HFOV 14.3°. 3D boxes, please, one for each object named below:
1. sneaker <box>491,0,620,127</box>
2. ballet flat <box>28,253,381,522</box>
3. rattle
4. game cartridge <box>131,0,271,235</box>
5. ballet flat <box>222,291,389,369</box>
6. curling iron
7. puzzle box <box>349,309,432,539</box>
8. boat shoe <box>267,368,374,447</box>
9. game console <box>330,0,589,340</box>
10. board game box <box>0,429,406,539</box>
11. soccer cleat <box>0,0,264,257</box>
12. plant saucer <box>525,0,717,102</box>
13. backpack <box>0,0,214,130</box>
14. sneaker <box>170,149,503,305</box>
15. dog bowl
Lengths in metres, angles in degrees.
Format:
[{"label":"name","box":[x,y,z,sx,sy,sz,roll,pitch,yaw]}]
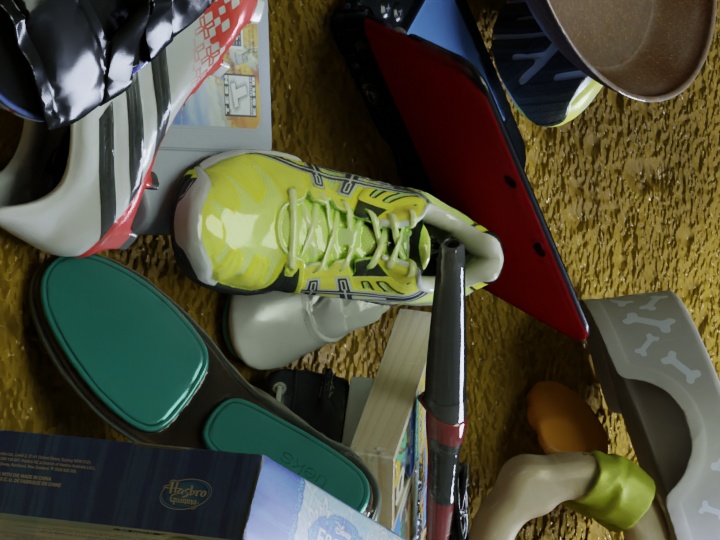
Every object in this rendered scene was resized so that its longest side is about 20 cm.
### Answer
[{"label":"sneaker","box":[0.134,-0.152,1.755,0.091,0.078,0.201,69,26,-43]},{"label":"ballet flat","box":[-0.079,0.070,1.349,0.067,0.200,0.064,-50,176,-24]},{"label":"rattle","box":[0.105,0.189,1.746,0.130,0.143,0.201,-8,114,-28]},{"label":"game cartridge","box":[-0.092,-0.117,1.415,0.133,0.041,0.201,-3,91,-64]},{"label":"ballet flat","box":[0.000,0.000,1.538,0.200,0.069,0.070,-30,114,-57]},{"label":"curling iron","box":[0.042,0.067,1.460,0.050,0.025,0.201,-86,174,-52]},{"label":"puzzle box","box":[0.018,0.139,1.517,0.133,0.025,0.201,-70,163,-55]},{"label":"boat shoe","box":[-0.035,0.148,1.478,0.076,0.060,0.201,87,12,-67]},{"label":"game console","box":[0.076,-0.086,1.621,0.173,0.118,0.201,-62,139,-41]},{"label":"board game box","box":[-0.079,0.120,1.260,0.199,0.199,0.044,38,61,-54]},{"label":"soccer cleat","box":[-0.108,-0.099,1.300,0.085,0.069,0.201,15,107,-47]},{"label":"plant saucer","box":[0.137,-0.191,1.652,0.200,0.037,0.202,20,64,-47]},{"label":"backpack","box":[-0.149,-0.163,1.194,0.200,0.154,0.191,-37,122,-29]},{"label":"sneaker","box":[-0.010,-0.022,1.425,0.199,0.076,0.076,3,87,-46]},{"label":"dog bowl","box":[0.196,0.104,1.777,0.200,0.058,0.201,-20,90,-90]}]
